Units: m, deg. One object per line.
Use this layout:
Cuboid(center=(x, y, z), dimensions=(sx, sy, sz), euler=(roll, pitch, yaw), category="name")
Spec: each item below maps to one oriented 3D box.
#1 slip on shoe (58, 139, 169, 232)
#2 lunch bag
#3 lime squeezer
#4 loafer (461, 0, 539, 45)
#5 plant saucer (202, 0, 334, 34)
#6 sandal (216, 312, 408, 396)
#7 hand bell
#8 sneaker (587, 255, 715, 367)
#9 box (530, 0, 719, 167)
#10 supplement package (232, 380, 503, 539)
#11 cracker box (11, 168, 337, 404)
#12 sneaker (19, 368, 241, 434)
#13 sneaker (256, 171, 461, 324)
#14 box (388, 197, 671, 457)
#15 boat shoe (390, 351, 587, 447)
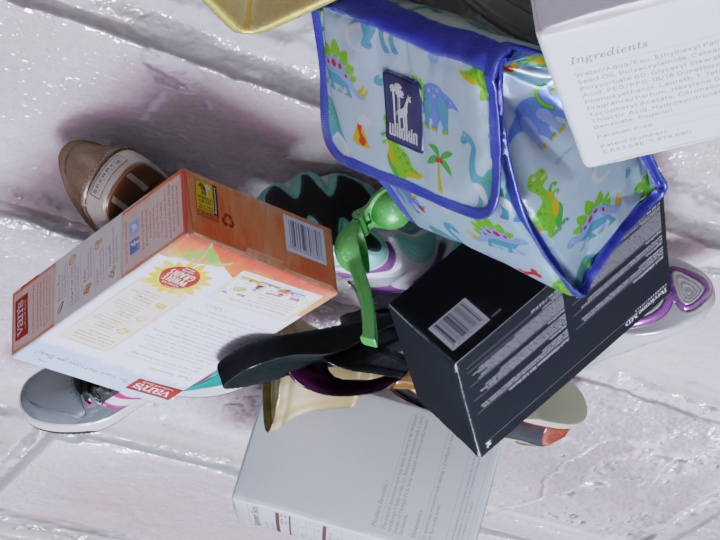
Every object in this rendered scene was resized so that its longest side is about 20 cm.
Cuboid(center=(-0.154, -0.033, 1.372), dimensions=(0.061, 0.076, 0.200), euler=(28, 171, 29), category="slip on shoe")
Cuboid(center=(0.071, -0.093, 1.190), dimensions=(0.170, 0.127, 0.200), euler=(26, 161, 43), category="lunch bag")
Cuboid(center=(0.024, -0.031, 1.316), dimensions=(0.071, 0.200, 0.038), euler=(-1, 133, 42), category="lime squeezer")
Cuboid(center=(0.149, -0.169, 1.200), dimensions=(0.200, 0.070, 0.070), euler=(15, 122, -23), category="loafer")
Cuboid(center=(-0.039, -0.238, 1.083), dimensions=(0.200, 0.048, 0.200), euler=(-21, 143, 22), category="plant saucer")
Cuboid(center=(-0.015, 0.070, 1.391), dimensions=(0.200, 0.048, 0.075), euler=(-10, 162, -38), category="sandal")
Cuboid(center=(0.028, 0.085, 1.502), dimensions=(0.200, 0.104, 0.104), euler=(6, 145, -10), category="hand bell")
Cuboid(center=(0.188, 0.036, 1.515), dimensions=(0.200, 0.075, 0.100), euler=(-13, 157, 22), category="sneaker")
Cuboid(center=(0.191, -0.190, 1.045), dimensions=(0.200, 0.199, 0.131), euler=(-13, 146, 12), category="box")
Cuboid(center=(0.005, 0.171, 1.570), dimensions=(0.200, 0.117, 0.117), euler=(16, 163, 4), category="supplement package")
Cuboid(center=(-0.132, 0.016, 1.320), dimensions=(0.134, 0.058, 0.200), euler=(22, 139, -39), category="cracker box")
Cuboid(center=(-0.183, 0.066, 1.487), dimensions=(0.200, 0.084, 0.121), euler=(-15, 151, 2), category="sneaker")
Cuboid(center=(0.000, 0.000, 1.417), dimensions=(0.200, 0.078, 0.140), euler=(10, 143, -20), category="sneaker")
Cuboid(center=(0.127, 0.020, 1.374), dimensions=(0.200, 0.079, 0.141), euler=(-39, 146, -14), category="box")
Cuboid(center=(0.098, 0.108, 1.604), dimensions=(0.200, 0.071, 0.063), euler=(15, 145, -32), category="boat shoe")
